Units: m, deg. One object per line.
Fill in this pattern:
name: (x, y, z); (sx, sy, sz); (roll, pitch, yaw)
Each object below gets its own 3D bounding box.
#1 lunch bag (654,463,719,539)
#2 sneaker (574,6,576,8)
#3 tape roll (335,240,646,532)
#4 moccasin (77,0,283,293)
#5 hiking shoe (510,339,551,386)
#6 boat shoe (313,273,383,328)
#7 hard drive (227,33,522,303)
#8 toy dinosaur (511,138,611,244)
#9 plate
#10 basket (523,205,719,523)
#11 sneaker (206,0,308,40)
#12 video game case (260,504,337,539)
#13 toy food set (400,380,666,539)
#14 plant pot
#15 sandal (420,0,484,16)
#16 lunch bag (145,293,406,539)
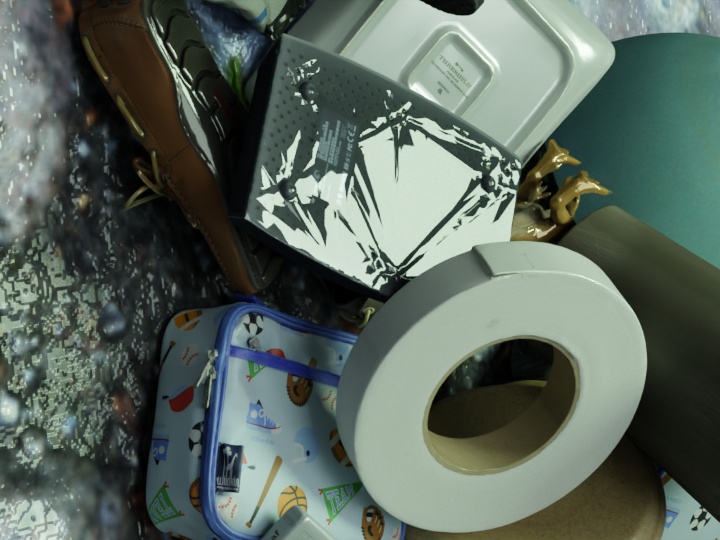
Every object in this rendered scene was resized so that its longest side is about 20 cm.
lunch bag: (0.204, 0.189, 1.563); (0.169, 0.124, 0.201); (15, 107, -48)
sneaker: (0.084, -0.122, 1.452); (0.200, 0.108, 0.070); (-50, 124, -36)
tape roll: (0.082, 0.074, 1.305); (0.201, 0.037, 0.204); (-12, 126, -16)
moccasin: (-0.109, -0.074, 1.273); (0.202, 0.077, 0.074); (59, 35, -23)
hiking shoe: (0.188, 0.056, 1.587); (0.200, 0.075, 0.101); (-38, 113, -42)
boat shoe: (0.000, 0.000, 1.388); (0.060, 0.072, 0.200); (-53, 124, -24)
hard drive: (0.009, -0.048, 1.289); (0.199, 0.042, 0.136); (24, 66, -33)
toy dinosaur: (0.112, -0.030, 1.412); (0.107, 0.060, 0.200); (-54, 162, 15)
plate: (0.054, -0.129, 1.391); (0.199, 0.032, 0.200); (41, 88, -27)
basket: (0.214, 0.057, 1.402); (0.136, 0.200, 0.181); (-42, 155, -20)
sneaker: (-0.074, -0.193, 1.287); (0.072, 0.072, 0.200); (-54, 164, 6)
video game case: (-0.040, 0.267, 1.308); (0.182, 0.022, 0.200); (-48, 125, -4)
toy food set: (0.107, 0.152, 1.419); (0.197, 0.200, 0.049); (-16, 138, -21)
plant pot: (0.251, -0.099, 1.572); (0.199, 0.134, 0.201); (27, 50, -36)
sandal: (0.011, -0.236, 1.323); (0.045, 0.200, 0.075); (-38, 155, -19)
lunch bag: (-0.048, 0.102, 1.329); (0.199, 0.075, 0.162); (21, 71, -47)
